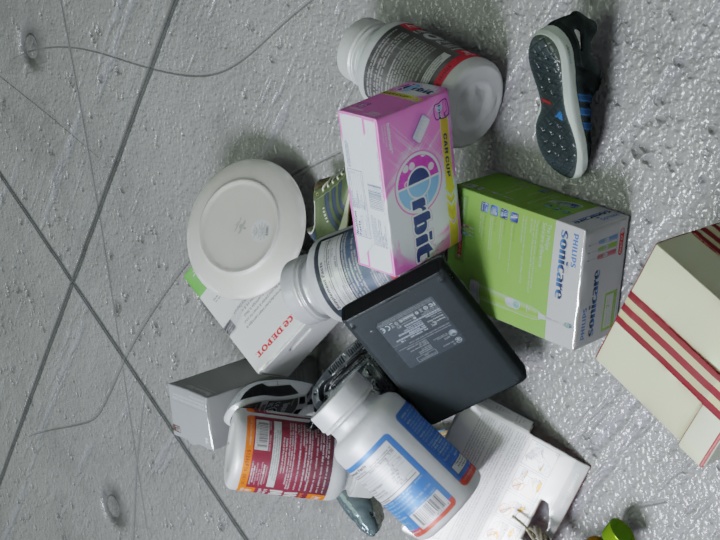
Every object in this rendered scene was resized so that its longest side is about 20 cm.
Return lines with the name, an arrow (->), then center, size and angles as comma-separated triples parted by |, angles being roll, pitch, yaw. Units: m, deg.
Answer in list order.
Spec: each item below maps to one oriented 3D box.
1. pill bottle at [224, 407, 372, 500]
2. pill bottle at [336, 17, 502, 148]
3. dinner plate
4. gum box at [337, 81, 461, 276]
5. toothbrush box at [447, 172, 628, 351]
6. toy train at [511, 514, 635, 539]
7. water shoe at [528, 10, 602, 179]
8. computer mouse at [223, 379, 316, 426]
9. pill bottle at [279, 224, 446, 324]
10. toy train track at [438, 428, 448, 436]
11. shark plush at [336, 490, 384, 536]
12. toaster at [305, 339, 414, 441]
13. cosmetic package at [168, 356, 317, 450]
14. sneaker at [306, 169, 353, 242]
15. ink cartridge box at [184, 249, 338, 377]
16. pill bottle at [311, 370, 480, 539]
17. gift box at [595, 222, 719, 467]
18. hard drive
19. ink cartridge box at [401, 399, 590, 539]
pill bottle -> -0.077, 0.249, 1.825 | 0.110, 0.198, 0.111 | -171, 90, -79
pill bottle -> 0.066, -0.233, 1.642 | 0.199, 0.110, 0.112 | 33, 125, 36
dinner plate -> -0.165, -0.060, 1.900 | 0.199, 0.024, 0.202 | -5, 78, 27
gum box -> 0.048, -0.100, 1.553 | 0.066, 0.113, 0.202 | 20, 126, 45
toothbrush box -> 0.200, -0.014, 1.583 | 0.199, 0.086, 0.147 | 23, 119, 43
toy train -> 0.275, 0.333, 1.611 | 0.200, 0.084, 0.116 | 48, 122, 18
water shoe -> 0.239, -0.189, 1.500 | 0.071, 0.079, 0.201 | 37, 152, 39
computer mouse -> -0.102, 0.173, 1.901 | 0.044, 0.199, 0.110 | 65, 144, 30
pill bottle -> 0.000, 0.000, 1.751 | 0.199, 0.119, 0.121 | -20, 87, 34
toy train track -> 0.083, 0.235, 1.841 | 0.199, 0.032, 0.116 | -19, 81, 43
shark plush -> -0.037, 0.279, 1.904 | 0.200, 0.083, 0.091 | 48, 133, -9
toaster -> 0.032, 0.151, 1.771 | 0.200, 0.129, 0.114 | -47, 66, 28
cosmetic package -> -0.167, 0.183, 1.966 | 0.106, 0.199, 0.091 | 11, 109, 47
sneaker -> -0.026, -0.103, 1.818 | 0.090, 0.067, 0.201 | 38, 131, 27
ink cartridge box -> -0.133, 0.031, 1.927 | 0.146, 0.084, 0.200 | -47, 64, 13
pill bottle -> 0.040, 0.218, 1.646 | 0.200, 0.112, 0.112 | 44, 135, 1
gift box -> 0.371, 0.065, 1.347 | 0.187, 0.184, 0.201 | 47, 139, 29
hard drive -> 0.089, 0.088, 1.611 | 0.139, 0.033, 0.200 | -28, 122, 18
ink cartridge box -> 0.169, 0.278, 1.706 | 0.175, 0.045, 0.201 | 28, 107, 9
